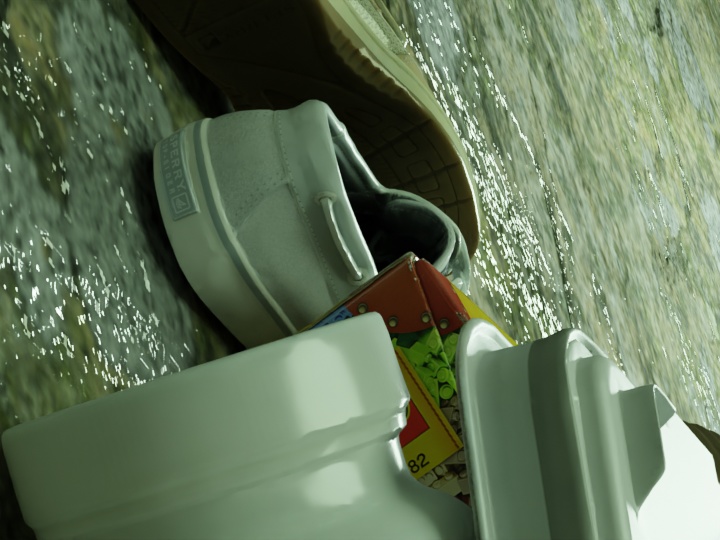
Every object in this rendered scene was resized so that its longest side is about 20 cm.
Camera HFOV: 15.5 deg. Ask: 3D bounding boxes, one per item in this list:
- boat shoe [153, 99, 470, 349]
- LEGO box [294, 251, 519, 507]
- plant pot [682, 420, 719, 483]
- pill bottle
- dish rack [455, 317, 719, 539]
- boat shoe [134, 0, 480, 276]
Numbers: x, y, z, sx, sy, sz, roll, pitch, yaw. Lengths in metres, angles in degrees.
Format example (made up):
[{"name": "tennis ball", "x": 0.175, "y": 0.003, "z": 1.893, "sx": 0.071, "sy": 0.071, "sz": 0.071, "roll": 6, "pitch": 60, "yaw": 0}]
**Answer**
[{"name": "boat shoe", "x": 0.000, "y": 0.000, "z": 0.870, "sx": 0.200, "sy": 0.068, "sz": 0.072, "roll": 52, "pitch": 24, "yaw": -53}, {"name": "LEGO box", "x": 0.053, "y": 0.096, "z": 0.842, "sx": 0.149, "sy": 0.077, "sz": 0.200, "roll": 57, "pitch": 7, "yaw": 22}, {"name": "plant pot", "x": 0.146, "y": 0.141, "z": 1.052, "sx": 0.201, "sy": 0.092, "sz": 0.202, "roll": 167, "pitch": -90, "yaw": -83}, {"name": "pill bottle", "x": -0.010, "y": 0.119, "z": 0.615, "sx": 0.116, "sy": 0.116, "sz": 0.201, "roll": -11, "pitch": 83, "yaw": -75}, {"name": "dish rack", "x": 0.080, "y": 0.118, "z": 0.625, "sx": 0.172, "sy": 0.043, "sz": 0.201, "roll": 44, "pitch": 33, "yaw": -53}, {"name": "boat shoe", "x": -0.016, "y": -0.072, "z": 0.899, "sx": 0.200, "sy": 0.072, "sz": 0.065, "roll": 52, "pitch": 26, "yaw": -39}]
